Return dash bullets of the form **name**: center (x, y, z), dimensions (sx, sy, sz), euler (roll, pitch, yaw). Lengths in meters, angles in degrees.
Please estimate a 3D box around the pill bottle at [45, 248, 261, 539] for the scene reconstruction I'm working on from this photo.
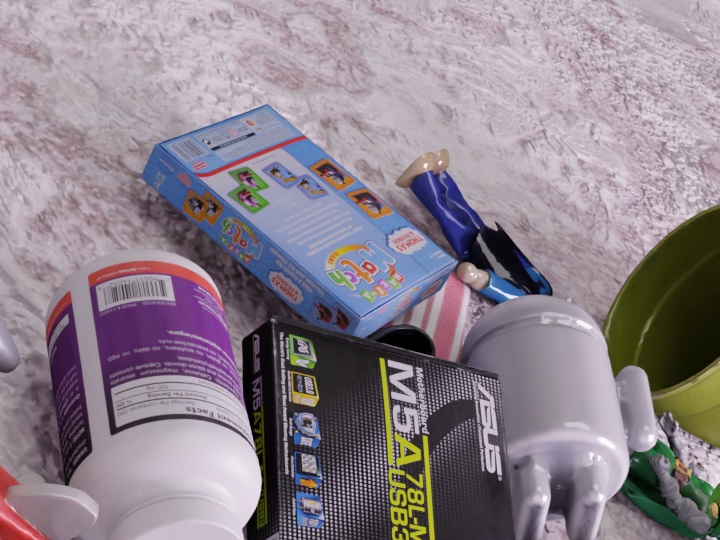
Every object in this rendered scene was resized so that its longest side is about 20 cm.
- **pill bottle**: center (-0.121, 0.091, 1.010), dimensions (0.112, 0.113, 0.201), euler (18, 37, -32)

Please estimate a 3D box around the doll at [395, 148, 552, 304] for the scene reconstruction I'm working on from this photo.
- **doll**: center (0.110, -0.011, 1.456), dimensions (0.200, 0.048, 0.136), euler (50, 21, 9)

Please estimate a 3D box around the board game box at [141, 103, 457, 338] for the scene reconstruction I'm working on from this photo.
- **board game box**: center (-0.042, -0.037, 1.271), dimensions (0.199, 0.037, 0.151), euler (39, 31, 15)

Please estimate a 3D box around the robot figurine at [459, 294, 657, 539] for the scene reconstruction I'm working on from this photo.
- **robot figurine**: center (0.131, 0.101, 1.258), dimensions (0.167, 0.114, 0.202), euler (2, 49, -7)

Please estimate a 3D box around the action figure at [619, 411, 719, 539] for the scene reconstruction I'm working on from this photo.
- **action figure**: center (0.231, 0.151, 1.376), dimensions (0.200, 0.055, 0.118), euler (40, 30, -5)

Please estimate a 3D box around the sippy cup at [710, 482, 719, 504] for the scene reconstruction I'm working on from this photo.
- **sippy cup**: center (0.316, 0.245, 1.279), dimensions (0.177, 0.141, 0.130), euler (39, 40, 19)

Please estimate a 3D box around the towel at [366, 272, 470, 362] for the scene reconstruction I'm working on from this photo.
- **towel**: center (0.000, 0.000, 1.348), dimensions (0.199, 0.030, 0.147), euler (37, 30, -10)

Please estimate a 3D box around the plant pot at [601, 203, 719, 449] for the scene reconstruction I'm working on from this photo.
- **plant pot**: center (0.341, 0.079, 1.476), dimensions (0.192, 0.200, 0.201), euler (39, 28, -22)

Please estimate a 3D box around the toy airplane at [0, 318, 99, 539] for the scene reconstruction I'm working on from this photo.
- **toy airplane**: center (-0.219, 0.088, 0.880), dimensions (0.200, 0.141, 0.198), euler (50, 32, 19)

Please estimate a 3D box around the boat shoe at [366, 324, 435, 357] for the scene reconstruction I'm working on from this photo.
- **boat shoe**: center (-0.002, 0.092, 1.189), dimensions (0.075, 0.062, 0.200), euler (43, 32, 4)

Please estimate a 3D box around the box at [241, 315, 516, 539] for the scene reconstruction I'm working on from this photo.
- **box**: center (0.015, 0.145, 1.099), dimensions (0.191, 0.047, 0.202), euler (16, 57, -31)
